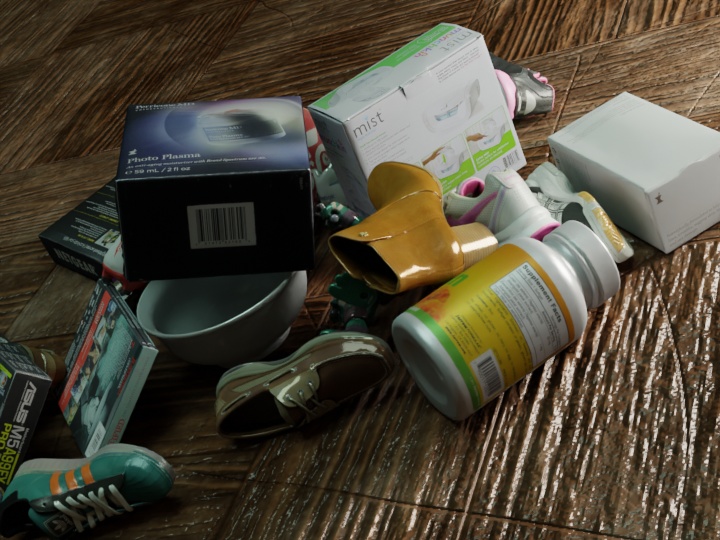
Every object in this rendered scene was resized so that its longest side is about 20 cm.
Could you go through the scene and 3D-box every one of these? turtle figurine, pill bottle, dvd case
[{"bbox_3d":[0.000,0.000,1.405,0.100,0.151,0.200,-5,27,9],"label":"turtle figurine"},{"bbox_3d":[0.138,0.040,1.262,0.199,0.112,0.111,-33,30,-14],"label":"pill bottle"},{"bbox_3d":[-0.278,0.109,1.472,0.147,0.022,0.200,-66,29,9],"label":"dvd case"}]

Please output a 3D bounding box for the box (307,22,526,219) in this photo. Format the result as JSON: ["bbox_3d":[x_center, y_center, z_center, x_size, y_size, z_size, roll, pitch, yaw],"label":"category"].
[{"bbox_3d":[0.068,-0.154,1.567,0.199,0.177,0.097,-34,30,-15],"label":"box"}]

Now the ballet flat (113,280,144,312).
[{"bbox_3d":[-0.258,-0.006,1.685,0.046,0.068,0.200,33,62,21],"label":"ballet flat"}]

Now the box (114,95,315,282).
[{"bbox_3d":[-0.153,-0.093,1.453,0.198,0.124,0.199,-4,29,-4],"label":"box"}]

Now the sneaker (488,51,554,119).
[{"bbox_3d":[0.186,-0.236,1.740,0.094,0.080,0.200,-6,27,-13],"label":"sneaker"}]

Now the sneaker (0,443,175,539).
[{"bbox_3d":[-0.268,0.224,1.321,0.199,0.072,0.080,-13,35,30],"label":"sneaker"}]

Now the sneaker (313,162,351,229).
[{"bbox_3d":[0.015,-0.135,1.668,0.074,0.088,0.200,0,36,39],"label":"sneaker"}]

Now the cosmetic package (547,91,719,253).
[{"bbox_3d":[0.294,-0.105,1.416,0.112,0.082,0.200,-29,30,-8],"label":"cosmetic package"}]

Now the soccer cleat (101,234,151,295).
[{"bbox_3d":[-0.225,-0.018,1.588,0.068,0.086,0.200,30,12,23],"label":"soccer cleat"}]

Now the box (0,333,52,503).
[{"bbox_3d":[-0.409,0.156,1.466,0.199,0.044,0.162,24,93,54],"label":"box"}]

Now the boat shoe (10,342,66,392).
[{"bbox_3d":[-0.406,0.126,1.585,0.073,0.076,0.199,5,-9,-38],"label":"boat shoe"}]

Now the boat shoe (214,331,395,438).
[{"bbox_3d":[-0.056,0.120,1.327,0.199,0.076,0.072,-22,31,25],"label":"boat shoe"}]

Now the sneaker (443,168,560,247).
[{"bbox_3d":[0.117,-0.047,1.392,0.081,0.089,0.200,-20,-6,-40],"label":"sneaker"}]

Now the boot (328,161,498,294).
[{"bbox_3d":[0.024,-0.045,1.327,0.143,0.071,0.201,-13,34,-35],"label":"boot"}]

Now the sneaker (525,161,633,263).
[{"bbox_3d":[0.206,-0.038,1.397,0.087,0.076,0.200,-40,25,2],"label":"sneaker"}]

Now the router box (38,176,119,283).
[{"bbox_3d":[-0.324,-0.055,1.829,0.149,0.051,0.199,-40,32,-23],"label":"router box"}]

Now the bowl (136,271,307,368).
[{"bbox_3d":[-0.136,0.041,1.489,0.199,0.091,0.202,-19,29,11],"label":"bowl"}]

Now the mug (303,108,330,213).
[{"bbox_3d":[-0.113,-0.074,1.665,0.132,0.178,0.201,20,43,1],"label":"mug"}]
